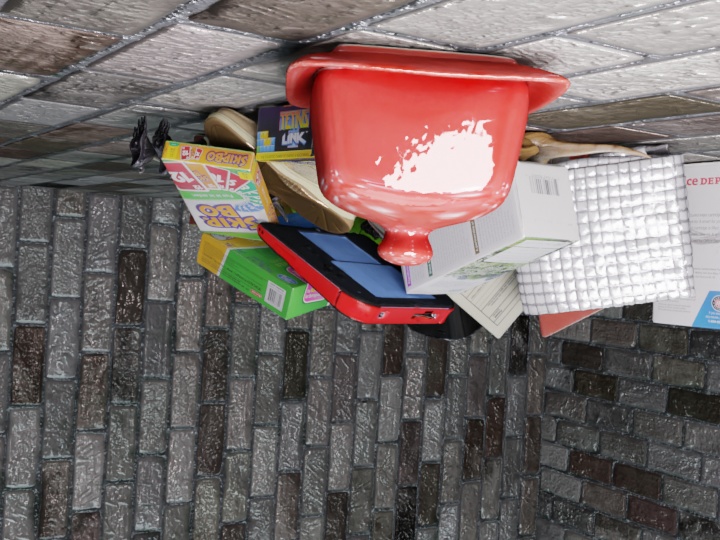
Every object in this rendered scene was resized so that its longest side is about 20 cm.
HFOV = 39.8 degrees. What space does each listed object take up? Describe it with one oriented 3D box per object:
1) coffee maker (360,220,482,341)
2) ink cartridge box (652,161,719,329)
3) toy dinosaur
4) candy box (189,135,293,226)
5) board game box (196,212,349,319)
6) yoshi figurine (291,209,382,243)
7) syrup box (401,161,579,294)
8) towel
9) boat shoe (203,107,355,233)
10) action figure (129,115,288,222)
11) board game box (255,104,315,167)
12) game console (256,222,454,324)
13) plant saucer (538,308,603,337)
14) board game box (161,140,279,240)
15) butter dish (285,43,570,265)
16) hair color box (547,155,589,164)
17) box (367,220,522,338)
[{"bbox_3d":[0.096,-0.013,1.354,0.189,0.203,0.135,-21,-154,-16],"label":"coffee maker"},{"bbox_3d":[0.450,-0.031,1.252,0.082,0.204,0.144,1,-178,-30],"label":"ink cartridge box"},{"bbox_3d":[0.189,-0.128,1.050,0.198,0.061,0.106,10,-146,46],"label":"toy dinosaur"},{"bbox_3d":[-0.152,-0.113,1.359,0.054,0.118,0.199,3,180,27],"label":"candy box"},{"bbox_3d":[-0.076,-0.012,1.211,0.152,0.041,0.199,29,-153,28],"label":"board game box"},{"bbox_3d":[-0.036,-0.065,1.413,0.111,0.201,0.112,-30,-166,17],"label":"yoshi figurine"},{"bbox_3d":[0.126,-0.039,1.031,0.078,0.083,0.199,2,163,-33],"label":"syrup box"},{"bbox_3d":[0.267,-0.045,1.112,0.196,0.169,0.085,-8,-177,15],"label":"towel"},{"bbox_3d":[-0.079,-0.118,1.069,0.199,0.066,0.072,34,156,-24],"label":"boat shoe"},{"bbox_3d":[-0.162,-0.122,1.161,0.198,0.104,0.118,24,165,-39],"label":"action figure"},{"bbox_3d":[0.021,-0.129,0.989,0.198,0.058,0.164,2,-177,-39],"label":"board game box"},{"bbox_3d":[0.000,0.000,1.111,0.177,0.031,0.199,42,-159,31],"label":"game console"},{"bbox_3d":[0.305,-0.034,1.268,0.036,0.202,0.199,35,140,-17],"label":"plant saucer"},{"bbox_3d":[-0.146,-0.079,1.083,0.094,0.031,0.200,8,162,8],"label":"board game box"},{"bbox_3d":[0.038,-0.079,0.746,0.196,0.151,0.199,4,180,-4],"label":"butter dish"},{"bbox_3d":[0.225,-0.115,1.259,0.109,0.065,0.200,4,179,6],"label":"hair color box"},{"bbox_3d":[0.128,-0.037,1.215,0.199,0.128,0.109,40,-176,-30],"label":"box"}]
